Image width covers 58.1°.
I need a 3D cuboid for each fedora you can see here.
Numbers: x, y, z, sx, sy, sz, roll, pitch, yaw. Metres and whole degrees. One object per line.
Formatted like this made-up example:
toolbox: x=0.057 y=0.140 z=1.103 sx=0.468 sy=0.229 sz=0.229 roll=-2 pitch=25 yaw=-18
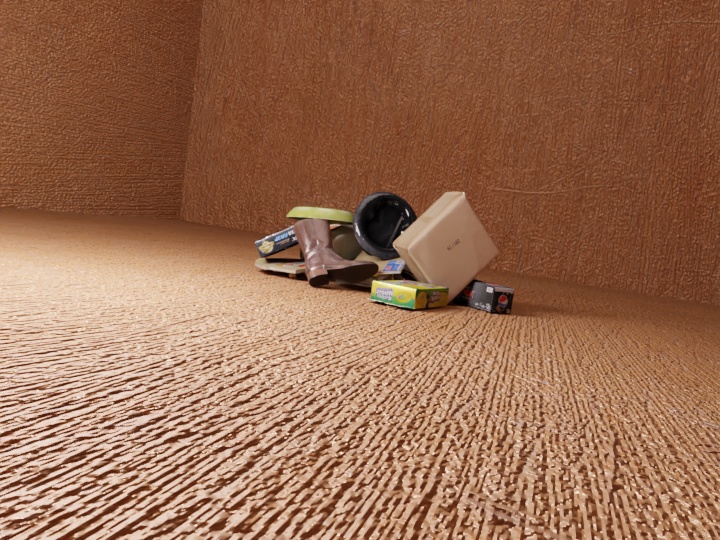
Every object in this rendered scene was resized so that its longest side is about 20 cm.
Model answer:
fedora: x=0.058 y=-0.106 z=1.718 sx=0.196 sy=0.205 sz=0.092 roll=7 pitch=-25 yaw=-18

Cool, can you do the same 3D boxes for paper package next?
paper package: x=0.212 y=-0.056 z=1.586 sx=0.192 sy=0.199 sz=0.103 roll=51 pitch=-9 yaw=-21

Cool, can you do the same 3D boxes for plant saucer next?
plant saucer: x=-0.100 y=-0.147 z=1.730 sx=0.195 sy=0.032 sz=0.200 roll=6 pitch=1 yaw=0

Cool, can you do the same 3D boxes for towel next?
towel: x=0.044 y=-0.003 z=1.698 sx=0.147 sy=0.031 sz=0.198 roll=8 pitch=24 yaw=42

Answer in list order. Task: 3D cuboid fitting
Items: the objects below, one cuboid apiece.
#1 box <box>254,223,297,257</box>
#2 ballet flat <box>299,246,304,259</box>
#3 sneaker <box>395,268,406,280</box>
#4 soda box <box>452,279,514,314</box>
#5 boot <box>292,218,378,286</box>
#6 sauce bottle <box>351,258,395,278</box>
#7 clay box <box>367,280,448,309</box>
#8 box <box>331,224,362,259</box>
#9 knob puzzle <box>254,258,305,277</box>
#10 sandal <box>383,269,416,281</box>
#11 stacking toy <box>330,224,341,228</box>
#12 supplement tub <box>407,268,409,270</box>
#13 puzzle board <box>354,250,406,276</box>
box: x=-0.201 y=-0.085 z=1.764 sx=0.156 sy=0.047 sz=0.200 roll=-23 pitch=3 yaw=-4
ballet flat: x=-0.081 y=-0.030 z=1.868 sx=0.195 sy=0.072 sz=0.071 roll=12 pitch=4 yaw=-1
sneaker: x=0.046 y=-0.004 z=1.885 sx=0.137 sy=0.080 sz=0.200 roll=3 pitch=-10 yaw=-19
soda box: x=0.292 y=0.058 z=1.620 sx=0.069 sy=0.065 sz=0.199 roll=5 pitch=6 yaw=-29
boot: x=-0.064 y=-0.060 z=1.600 sx=0.182 sy=0.065 sz=0.202 roll=-6 pitch=48 yaw=-14
sauce bottle: x=0.000 y=0.000 z=1.805 sx=0.195 sy=0.066 sz=0.065 roll=8 pitch=4 yaw=1
clay box: x=0.107 y=0.052 z=1.458 sx=0.113 sy=0.049 sz=0.199 roll=10 pitch=4 yaw=31
box: x=-0.060 y=-0.067 z=1.750 sx=0.067 sy=0.084 sz=0.199 roll=9 pitch=15 yaw=21
knob puzzle: x=-0.197 y=-0.007 z=1.738 sx=0.214 sy=0.031 sz=0.220 roll=3 pitch=9 yaw=0
sandal: x=0.120 y=0.029 z=1.695 sx=0.078 sy=0.061 sz=0.206 roll=6 pitch=4 yaw=-22
stacking toy: x=-0.053 y=-0.050 z=2.024 sx=0.143 sy=0.149 sz=0.200 roll=5 pitch=16 yaw=-29
supplement tub: x=0.239 y=-0.016 z=1.947 sx=0.138 sy=0.144 sz=0.198 roll=4 pitch=6 yaw=-42
puzzle board: x=0.053 y=-0.021 z=1.673 sx=0.147 sy=0.018 sz=0.200 roll=-2 pitch=19 yaw=17
